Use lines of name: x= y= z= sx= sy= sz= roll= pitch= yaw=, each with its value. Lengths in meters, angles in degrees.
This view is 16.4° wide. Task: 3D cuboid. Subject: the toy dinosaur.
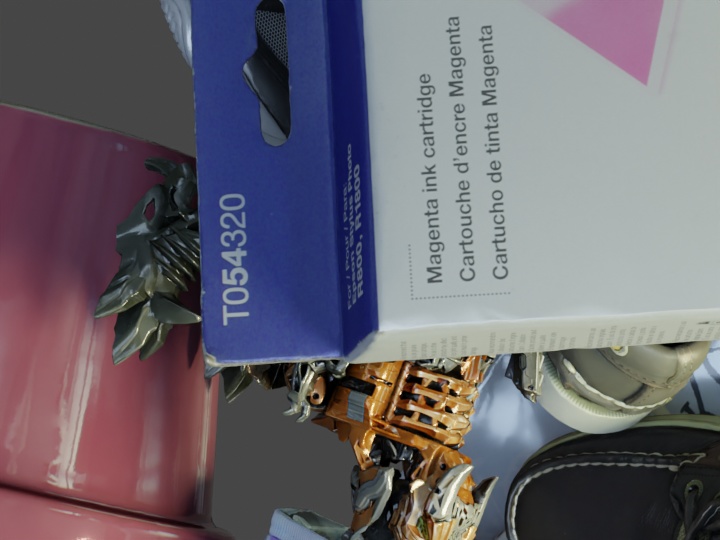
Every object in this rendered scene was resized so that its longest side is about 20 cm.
toy dinosaur: x=0.000 y=0.000 z=0.832 sx=0.135 sy=0.102 sz=0.200 roll=-7 pitch=54 yaw=24

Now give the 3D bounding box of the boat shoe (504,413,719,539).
boat shoe: x=0.134 y=0.090 z=0.827 sx=0.200 sy=0.065 sz=0.073 roll=4 pitch=95 yaw=28

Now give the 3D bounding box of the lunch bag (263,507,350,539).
lunch bag: x=0.028 y=0.193 z=0.838 sx=0.200 sy=0.127 sz=0.170 roll=24 pitch=93 yaw=17

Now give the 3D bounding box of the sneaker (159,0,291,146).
sneaker: x=-0.020 y=-0.130 z=0.901 sx=0.114 sy=0.075 sz=0.200 roll=-30 pitch=86 yaw=19

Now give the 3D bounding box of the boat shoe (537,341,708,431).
boat shoe: x=0.071 y=-0.049 z=0.856 sx=0.060 sy=0.072 sz=0.202 roll=-42 pitch=61 yaw=58

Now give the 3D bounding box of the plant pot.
plant pot: x=-0.131 y=0.036 z=0.905 sx=0.200 sy=0.200 sz=0.179 roll=13 pitch=86 yaw=13

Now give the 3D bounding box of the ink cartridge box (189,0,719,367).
ink cartridge box: x=0.045 y=-0.072 z=0.786 sx=0.199 sy=0.043 sz=0.197 roll=-4 pitch=74 yaw=-1

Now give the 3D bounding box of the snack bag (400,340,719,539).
snack bag: x=0.117 y=0.091 z=0.922 sx=0.200 sy=0.021 sz=0.189 roll=36 pitch=104 yaw=8

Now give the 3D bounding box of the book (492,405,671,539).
book: x=0.075 y=0.161 z=0.908 sx=0.200 sy=0.048 sz=0.134 roll=-42 pitch=84 yaw=14
